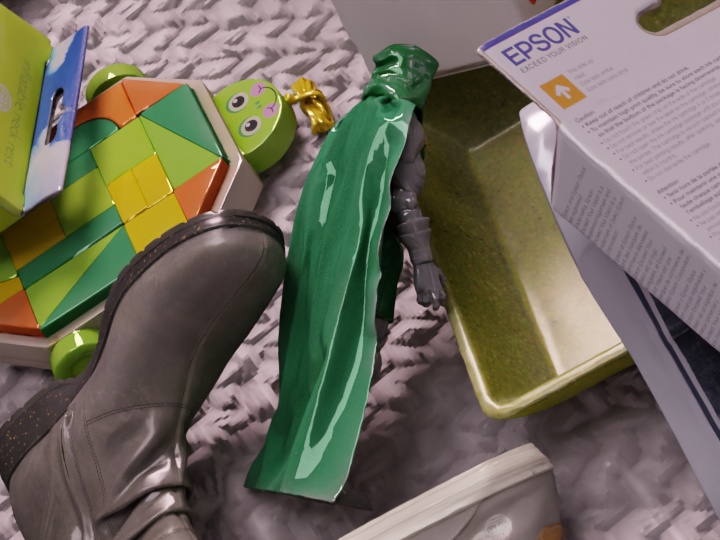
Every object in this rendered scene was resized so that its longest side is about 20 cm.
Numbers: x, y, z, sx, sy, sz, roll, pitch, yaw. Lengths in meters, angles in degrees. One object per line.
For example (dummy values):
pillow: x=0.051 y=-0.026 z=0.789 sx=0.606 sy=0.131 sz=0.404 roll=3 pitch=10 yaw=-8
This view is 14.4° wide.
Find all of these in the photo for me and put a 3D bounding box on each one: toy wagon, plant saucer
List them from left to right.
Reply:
toy wagon: x=-0.106 y=-0.037 z=1.358 sx=0.200 sy=0.040 sz=0.155 roll=-34 pitch=47 yaw=6
plant saucer: x=0.123 y=-0.042 z=1.218 sx=0.200 sy=0.048 sz=0.200 roll=-29 pitch=48 yaw=11

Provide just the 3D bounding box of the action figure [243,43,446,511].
action figure: x=0.000 y=0.000 z=1.210 sx=0.118 sy=0.055 sz=0.201 roll=1 pitch=78 yaw=66

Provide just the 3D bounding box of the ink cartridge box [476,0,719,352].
ink cartridge box: x=0.170 y=-0.043 z=1.082 sx=0.196 sy=0.043 sz=0.200 roll=-29 pitch=62 yaw=-38

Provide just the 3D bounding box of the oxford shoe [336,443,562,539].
oxford shoe: x=-0.002 y=0.138 z=1.155 sx=0.200 sy=0.075 sz=0.058 roll=-29 pitch=84 yaw=13

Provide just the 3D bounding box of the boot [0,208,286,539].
boot: x=-0.083 y=0.080 z=1.219 sx=0.200 sy=0.068 sz=0.131 roll=-49 pitch=43 yaw=30

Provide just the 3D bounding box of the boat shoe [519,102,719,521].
boat shoe: x=0.143 y=0.007 z=1.102 sx=0.091 sy=0.071 sz=0.201 roll=-29 pitch=91 yaw=9

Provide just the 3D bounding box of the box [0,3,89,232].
box: x=-0.220 y=-0.044 z=1.383 sx=0.200 sy=0.048 sz=0.122 roll=-32 pitch=37 yaw=31

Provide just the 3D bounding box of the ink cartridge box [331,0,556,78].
ink cartridge box: x=0.041 y=-0.201 z=1.278 sx=0.084 sy=0.145 sz=0.200 roll=-10 pitch=36 yaw=29
